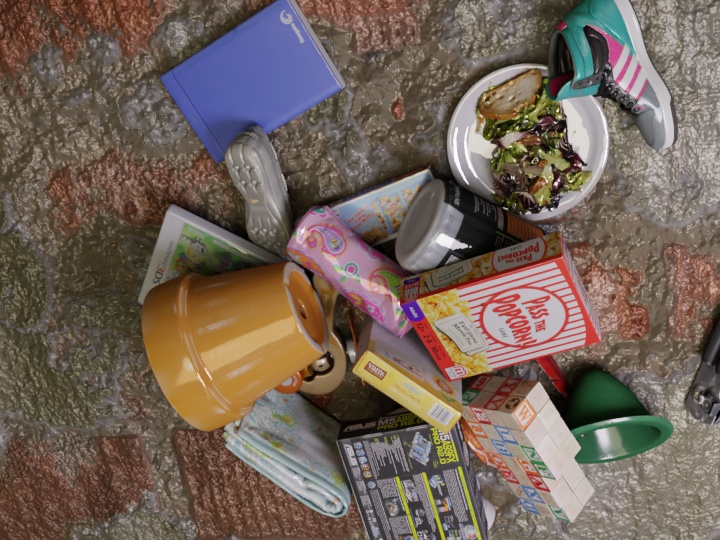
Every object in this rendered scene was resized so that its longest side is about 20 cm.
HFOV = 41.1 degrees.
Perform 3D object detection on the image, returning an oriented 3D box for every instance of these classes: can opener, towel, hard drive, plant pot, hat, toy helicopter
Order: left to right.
[{"bbox_3d":[-0.147,0.079,1.225,0.182,0.200,0.201,-23,108,13],"label":"plant pot"},{"bbox_3d":[-0.137,-0.239,1.213,0.199,0.025,0.132,-27,106,20],"label":"hard drive"},{"bbox_3d":[-0.088,0.237,1.338,0.200,0.171,0.048,37,113,-7],"label":"towel"},{"bbox_3d":[-0.045,0.083,1.314,0.131,0.079,0.201,12,114,1],"label":"toy helicopter"},{"bbox_3d":[0.319,0.150,1.311,0.165,0.177,0.200,-19,149,20],"label":"hat"},{"bbox_3d":[0.486,0.114,1.257,0.066,0.053,0.201,1,118,-26],"label":"can opener"}]

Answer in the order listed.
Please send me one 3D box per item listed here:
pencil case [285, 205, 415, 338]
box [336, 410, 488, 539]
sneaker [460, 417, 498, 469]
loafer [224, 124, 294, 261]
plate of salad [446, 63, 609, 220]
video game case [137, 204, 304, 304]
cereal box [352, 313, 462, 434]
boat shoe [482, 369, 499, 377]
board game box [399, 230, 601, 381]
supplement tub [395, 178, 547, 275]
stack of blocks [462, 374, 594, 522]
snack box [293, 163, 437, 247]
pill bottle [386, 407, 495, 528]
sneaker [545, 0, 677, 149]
[{"bbox_3d":[0.000,0.000,1.225,0.200,0.087,0.088,35,115,3],"label":"pencil case"},{"bbox_3d":[0.072,0.284,1.276,0.159,0.044,0.201,-12,111,13],"label":"box"},{"bbox_3d":[0.217,0.251,1.356,0.199,0.073,0.077,32,100,-12],"label":"sneaker"},{"bbox_3d":[-0.119,-0.095,1.252,0.070,0.070,0.201,8,134,23],"label":"loafer"},{"bbox_3d":[0.205,-0.152,1.180,0.199,0.048,0.201,3,114,8],"label":"plate of salad"},{"bbox_3d":[-0.196,0.022,1.321,0.199,0.022,0.183,26,129,-2],"label":"video game case"},{"bbox_3d":[0.064,0.117,1.240,0.143,0.200,0.040,34,107,-5],"label":"cereal box"},{"bbox_3d":[0.142,0.043,1.273,0.069,0.071,0.201,-33,100,-4],"label":"boat shoe"},{"bbox_3d":[0.167,0.047,1.140,0.199,0.046,0.152,-18,130,21],"label":"board game box"},{"bbox_3d":[0.154,-0.021,1.193,0.199,0.123,0.123,26,117,-17],"label":"supplement tub"},{"bbox_3d":[0.222,0.232,1.241,0.115,0.059,0.200,-1,128,57],"label":"stack of blocks"},{"bbox_3d":[0.015,-0.070,1.263,0.199,0.024,0.072,-21,108,18],"label":"snack box"},{"bbox_3d":[0.096,0.301,1.365,0.112,0.113,0.200,-40,102,23],"label":"pill bottle"},{"bbox_3d":[0.278,-0.212,1.101,0.120,0.084,0.201,-28,100,-5],"label":"sneaker"}]
